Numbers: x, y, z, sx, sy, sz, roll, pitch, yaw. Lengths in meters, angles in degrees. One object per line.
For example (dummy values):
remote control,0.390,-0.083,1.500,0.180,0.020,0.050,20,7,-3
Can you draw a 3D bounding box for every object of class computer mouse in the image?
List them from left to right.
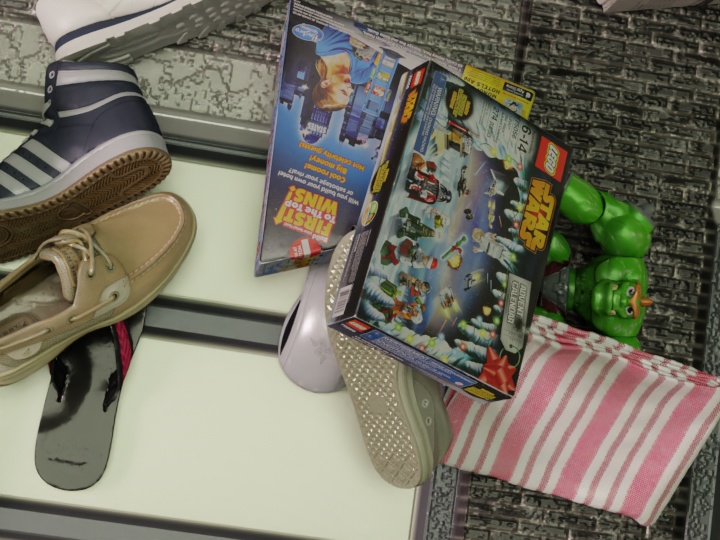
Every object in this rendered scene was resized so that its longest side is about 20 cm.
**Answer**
computer mouse,0.000,0.000,1.102,0.109,0.044,0.201,23,81,-5

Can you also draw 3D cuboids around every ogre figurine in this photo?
ogre figurine,0.163,0.013,1.096,0.119,0.098,0.201,4,76,3

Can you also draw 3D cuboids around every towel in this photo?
towel,0.162,0.115,1.073,0.199,0.030,0.147,18,122,-7

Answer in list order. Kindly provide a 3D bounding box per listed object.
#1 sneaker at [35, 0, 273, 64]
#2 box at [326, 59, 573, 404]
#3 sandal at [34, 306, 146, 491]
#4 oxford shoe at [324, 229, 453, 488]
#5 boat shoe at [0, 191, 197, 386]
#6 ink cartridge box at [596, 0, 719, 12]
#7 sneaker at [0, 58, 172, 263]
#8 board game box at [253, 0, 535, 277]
sneaker,-0.151,-0.220,1.098,0.199,0.076,0.081,-19,77,-10
box,0.067,-0.026,0.987,0.137,0.040,0.201,27,65,-26
sandal,-0.203,0.065,1.068,0.075,0.045,0.201,7,83,-6
oxford shoe,0.023,0.060,1.033,0.058,0.075,0.201,-33,117,-44
boat shoe,-0.203,0.005,1.025,0.200,0.065,0.072,-36,70,-15
ink cartridge box,0.289,-0.297,1.153,0.199,0.083,0.148,-7,85,-8
sneaker,-0.242,-0.084,1.072,0.199,0.070,0.109,-24,64,9
board game box,0.004,-0.073,1.068,0.199,0.062,0.201,21,78,-3
